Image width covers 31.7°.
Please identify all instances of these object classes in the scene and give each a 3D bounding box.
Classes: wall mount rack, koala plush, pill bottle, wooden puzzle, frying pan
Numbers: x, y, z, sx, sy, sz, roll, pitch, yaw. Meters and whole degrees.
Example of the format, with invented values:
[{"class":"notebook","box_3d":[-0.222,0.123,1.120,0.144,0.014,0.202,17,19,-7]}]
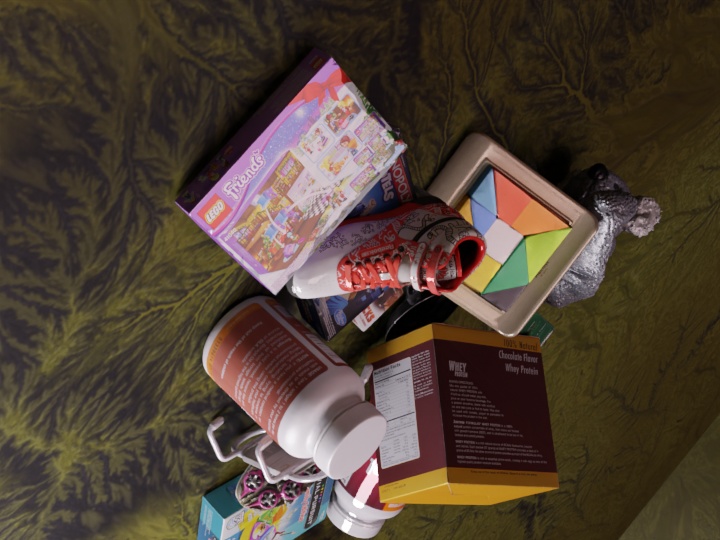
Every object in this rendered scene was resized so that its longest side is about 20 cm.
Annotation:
[{"class":"wall mount rack","box_3d":[-0.074,0.172,1.467,0.173,0.199,0.075,-30,111,-29]},{"class":"koala plush","box_3d":[0.291,-0.069,1.668,0.200,0.176,0.185,-39,140,-46]},{"class":"pill bottle","box_3d":[0.030,0.266,1.749,0.113,0.113,0.201,-7,130,-51]},{"class":"pill bottle","box_3d":[-0.069,0.126,1.352,0.112,0.200,0.113,-34,148,-26]},{"class":"wooden puzzle","box_3d":[0.160,-0.039,1.516,0.185,0.199,0.037,-53,-165,10]},{"class":"frying pan","box_3d":[0.060,0.052,1.603,0.115,0.031,0.190,-41,155,18]}]

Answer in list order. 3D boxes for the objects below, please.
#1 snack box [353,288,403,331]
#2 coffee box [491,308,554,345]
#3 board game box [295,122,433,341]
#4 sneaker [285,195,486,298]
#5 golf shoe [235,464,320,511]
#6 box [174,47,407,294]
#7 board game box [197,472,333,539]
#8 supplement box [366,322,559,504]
[{"class":"snack box","box_3d":[0.000,0.000,1.484,0.072,0.024,0.200,-43,151,-9]},{"class":"coffee box","box_3d":[0.176,0.035,1.678,0.044,0.123,0.200,-51,153,3]},{"class":"board game box","box_3d":[0.008,-0.058,1.354,0.199,0.062,0.201,-31,130,-18]},{"class":"sneaker","box_3d":[0.031,-0.009,1.284,0.200,0.108,0.068,-23,127,-22]},{"class":"golf shoe","box_3d":[-0.079,0.223,1.569,0.200,0.073,0.092,-41,-168,-23]},{"class":"box","box_3d":[-0.063,-0.094,1.220,0.200,0.039,0.137,-48,128,-4]},{"class":"board game box","box_3d":[-0.121,0.311,1.656,0.199,0.047,0.152,-26,144,-36]},{"class":"supplement box","box_3d":[0.130,0.189,1.625,0.196,0.201,0.132,9,157,-38]}]
